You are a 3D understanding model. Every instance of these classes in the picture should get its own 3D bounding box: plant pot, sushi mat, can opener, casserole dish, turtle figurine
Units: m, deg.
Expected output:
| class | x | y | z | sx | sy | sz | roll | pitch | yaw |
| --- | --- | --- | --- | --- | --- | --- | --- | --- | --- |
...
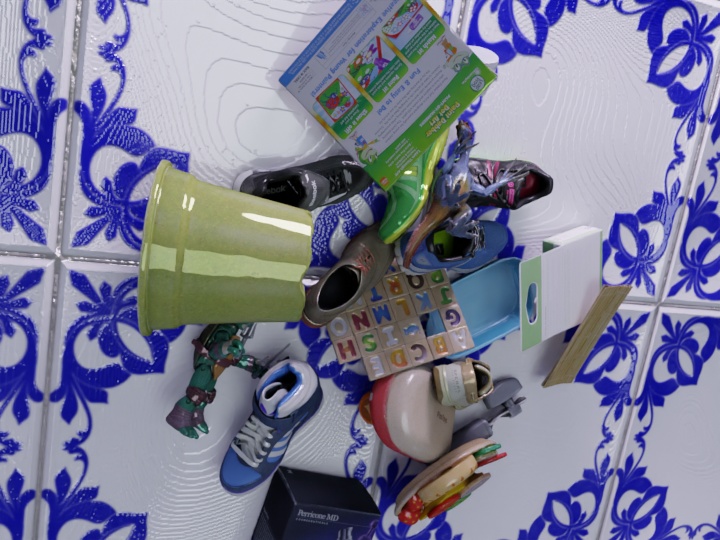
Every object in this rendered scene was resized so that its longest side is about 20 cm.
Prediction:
| class | x | y | z | sx | sy | sz | roll | pitch | yaw |
| --- | --- | --- | --- | --- | --- | --- | --- | --- | --- |
| plant pot | -0.151 | -0.016 | 0.886 | 0.181 | 0.201 | 0.204 | 6 | 103 | -8 |
| sushi mat | 0.367 | 0.106 | 1.222 | 0.095 | 0.012 | 0.202 | 3 | 121 | -44 |
| can opener | 0.182 | 0.243 | 1.217 | 0.198 | 0.053 | 0.068 | -28 | 82 | -12 |
| casserole dish | 0.180 | 0.053 | 1.158 | 0.197 | 0.039 | 0.123 | -24 | 113 | -14 |
| turtle figurine | -0.178 | 0.120 | 0.998 | 0.202 | 0.100 | 0.150 | -58 | 157 | -2 |

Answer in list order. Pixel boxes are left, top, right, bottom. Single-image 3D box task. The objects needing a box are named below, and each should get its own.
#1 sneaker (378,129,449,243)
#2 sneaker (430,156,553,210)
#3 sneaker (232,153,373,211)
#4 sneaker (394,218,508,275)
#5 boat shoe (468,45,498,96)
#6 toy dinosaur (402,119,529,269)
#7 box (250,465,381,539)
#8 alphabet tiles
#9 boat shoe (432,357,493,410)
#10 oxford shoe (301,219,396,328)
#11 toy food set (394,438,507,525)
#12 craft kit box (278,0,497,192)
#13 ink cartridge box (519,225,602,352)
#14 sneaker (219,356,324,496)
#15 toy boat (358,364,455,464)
| class | x | y | z | sx | sy | sz | roll | pitch | yaw |
| --- | --- | --- | --- | --- | --- | --- | --- | --- | --- |
| sneaker | 0.058 | -0.132 | 1.033 | 0.082 | 0.074 | 0.203 | 20 | 78 | -6 |
| sneaker | 0.191 | -0.125 | 1.085 | 0.197 | 0.084 | 0.078 | -12 | 109 | -19 |
| sneaker | -0.062 | -0.107 | 0.980 | 0.197 | 0.090 | 0.068 | -11 | 109 | -19 |
| sneaker | 0.146 | -0.036 | 1.068 | 0.198 | 0.089 | 0.080 | -13 | 89 | -38 |
| boat shoe | 0.085 | -0.263 | 1.012 | 0.196 | 0.071 | 0.071 | -1 | 131 | -15 |
| toy dinosaur | 0.117 | -0.124 | 1.001 | 0.198 | 0.182 | 0.106 | -27 | 116 | 12 |
| box | -0.079 | 0.411 | 1.117 | 0.146 | 0.104 | 0.203 | 15 | 99 | -25 |
| alphabet tiles | 0.045 | 0.057 | 1.063 | 0.197 | 0.008 | 0.170 | -15 | 72 | -18 |
| boat shoe | 0.162 | 0.166 | 1.109 | 0.065 | 0.200 | 0.075 | -13 | 82 | 19 |
| oxford shoe | 0.000 | 0.000 | 1.027 | 0.070 | 0.075 | 0.200 | 44 | 67 | -7 |
| toy food set | 0.139 | 0.324 | 1.159 | 0.196 | 0.049 | 0.201 | -11 | 145 | -43 |
| craft kit box | 0.034 | -0.240 | 0.939 | 0.200 | 0.049 | 0.198 | -43 | 93 | 16 |
| ink cartridge box | 0.299 | 0.025 | 1.170 | 0.198 | 0.048 | 0.148 | -17 | 112 | -32 |
| sneaker | -0.133 | 0.204 | 1.011 | 0.200 | 0.080 | 0.147 | -47 | 156 | -12 |
| toy boat | 0.057 | 0.206 | 1.110 | 0.200 | 0.129 | 0.133 | 43 | 53 | -59 |
